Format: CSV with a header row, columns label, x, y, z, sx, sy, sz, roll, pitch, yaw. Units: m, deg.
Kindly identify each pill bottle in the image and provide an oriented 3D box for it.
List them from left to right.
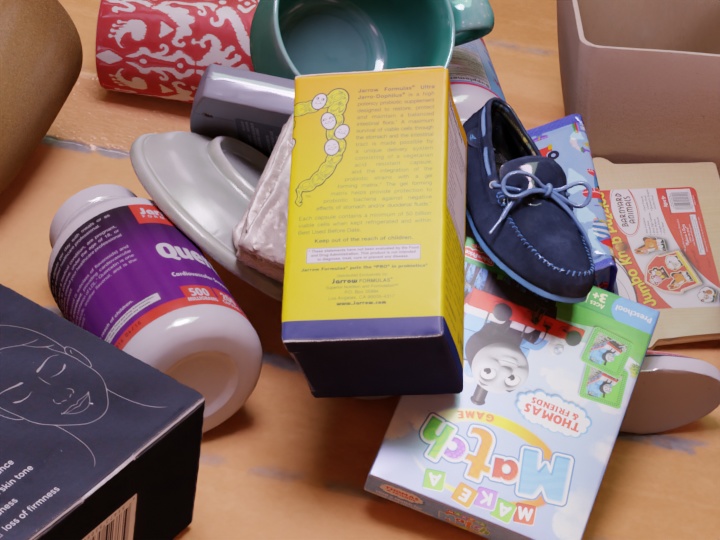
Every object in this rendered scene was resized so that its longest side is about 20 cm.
label,x,y,z,sx,sy,sz,roll,pitch,yaw
pill bottle,-0.157,0.023,1.371,0.112,0.112,0.200,-11,41,-25
pill bottle,0.073,-0.133,1.631,0.109,0.109,0.200,1,38,-11

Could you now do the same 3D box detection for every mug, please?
label,x,y,z,sx,sy,sz,roll,pitch,yaw
mug,-0.123,-0.204,1.693,0.200,0.133,0.178,6,7,4
mug,0.001,-0.181,1.545,0.185,0.114,0.152,24,74,-14

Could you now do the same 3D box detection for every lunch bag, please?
label,x,y,z,sx,sy,sz,roll,pitch,yaw
lunch bag,0.094,-0.021,1.491,0.200,0.094,0.151,-11,55,5

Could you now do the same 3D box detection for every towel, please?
label,x,y,z,sx,sy,sz,roll,pitch,yaw
towel,0.013,-0.024,1.392,0.200,0.034,0.133,27,62,-7

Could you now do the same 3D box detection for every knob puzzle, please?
label,x,y,z,sx,sy,sz,roll,pitch,yaw
knob puzzle,0.209,-0.009,1.547,0.220,0.030,0.220,2,53,-3

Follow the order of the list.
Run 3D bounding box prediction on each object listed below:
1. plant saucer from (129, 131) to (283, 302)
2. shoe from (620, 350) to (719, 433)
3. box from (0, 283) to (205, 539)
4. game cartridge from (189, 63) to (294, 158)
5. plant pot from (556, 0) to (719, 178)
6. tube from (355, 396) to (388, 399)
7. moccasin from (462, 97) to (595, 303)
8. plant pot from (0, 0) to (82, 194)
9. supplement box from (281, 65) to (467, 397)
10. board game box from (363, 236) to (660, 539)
label,x,y,z,sx,sy,sz,roll,pitch,yaw
plant saucer,-0.084,-0.051,1.452,0.200,0.050,0.200,36,16,-12
shoe,0.167,0.068,1.411,0.200,0.071,0.091,-3,43,-8
box,-0.238,0.128,1.205,0.197,0.124,0.200,28,41,22
game cartridge,-0.068,-0.108,1.512,0.133,0.200,0.040,9,74,3
plant pot,0.265,-0.163,1.651,0.200,0.177,0.200,5,36,-5
tube,0.000,0.000,1.433,0.052,0.058,0.200,-3,56,-6
moccasin,0.113,-0.056,1.359,0.080,0.068,0.200,5,34,-33
plant pot,-0.332,-0.120,1.492,0.186,0.186,0.200,9,50,0
supplement box,0.012,-0.025,1.290,0.109,0.109,0.200,-2,65,10
board game box,0.109,0.090,1.322,0.151,0.037,0.200,21,64,4
